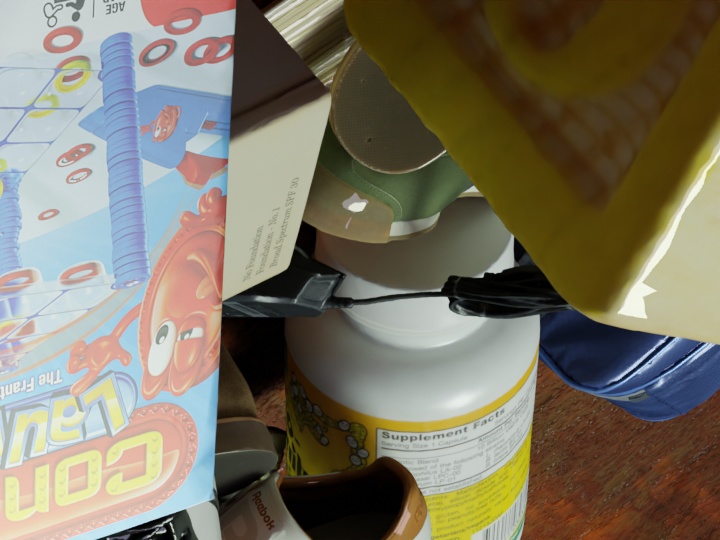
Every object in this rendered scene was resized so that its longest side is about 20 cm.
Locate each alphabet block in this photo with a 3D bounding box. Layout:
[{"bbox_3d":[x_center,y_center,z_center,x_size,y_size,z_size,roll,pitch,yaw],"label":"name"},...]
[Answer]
[{"bbox_3d":[0.147,-0.098,1.016,0.199,0.197,0.196,9,119,-37],"label":"alphabet block"}]

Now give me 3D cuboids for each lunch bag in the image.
[{"bbox_3d":[0.148,-0.034,1.375,0.200,0.136,0.132,-44,161,10],"label":"lunch bag"}]

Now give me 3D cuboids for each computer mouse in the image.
[{"bbox_3d":[0.000,0.000,1.175,0.199,0.034,0.059,1,172,11],"label":"computer mouse"}]

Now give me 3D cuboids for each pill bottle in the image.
[{"bbox_3d":[0.022,0.048,1.327,0.113,0.113,0.201,-30,144,-26],"label":"pill bottle"}]

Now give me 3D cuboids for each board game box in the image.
[{"bbox_3d":[-0.133,-0.001,0.879,0.199,0.056,0.197,-17,123,-34],"label":"board game box"}]

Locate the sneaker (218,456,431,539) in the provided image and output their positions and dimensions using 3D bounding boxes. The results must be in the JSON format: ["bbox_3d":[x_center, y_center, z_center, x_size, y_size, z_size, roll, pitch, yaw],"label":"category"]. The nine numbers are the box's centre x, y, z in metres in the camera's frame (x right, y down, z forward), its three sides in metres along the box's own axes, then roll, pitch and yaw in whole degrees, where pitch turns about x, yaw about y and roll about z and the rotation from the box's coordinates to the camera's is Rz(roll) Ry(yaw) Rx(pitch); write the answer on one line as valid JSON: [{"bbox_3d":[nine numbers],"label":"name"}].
[{"bbox_3d":[-0.065,0.124,1.242,0.199,0.073,0.085,-21,143,-17],"label":"sneaker"}]

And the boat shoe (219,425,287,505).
[{"bbox_3d":[-0.086,0.099,1.308,0.073,0.065,0.200,-3,177,27],"label":"boat shoe"}]

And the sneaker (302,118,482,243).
[{"bbox_3d":[0.044,-0.072,1.215,0.200,0.067,0.090,-13,141,-55],"label":"sneaker"}]

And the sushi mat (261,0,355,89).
[{"bbox_3d":[-0.071,-0.049,1.120,0.200,0.012,0.096,-36,160,-12],"label":"sushi mat"}]

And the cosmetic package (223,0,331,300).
[{"bbox_3d":[-0.115,-0.015,1.003,0.200,0.073,0.104,-28,153,-28],"label":"cosmetic package"}]

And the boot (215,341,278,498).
[{"bbox_3d":[-0.130,0.056,1.180,0.199,0.076,0.074,-2,154,-39],"label":"boot"}]

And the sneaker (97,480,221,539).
[{"bbox_3d":[-0.081,0.104,1.112,0.071,0.098,0.201,-15,153,-8],"label":"sneaker"}]

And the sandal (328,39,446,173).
[{"bbox_3d":[0.066,-0.126,1.149,0.212,0.078,0.070,-44,-166,4],"label":"sandal"}]
